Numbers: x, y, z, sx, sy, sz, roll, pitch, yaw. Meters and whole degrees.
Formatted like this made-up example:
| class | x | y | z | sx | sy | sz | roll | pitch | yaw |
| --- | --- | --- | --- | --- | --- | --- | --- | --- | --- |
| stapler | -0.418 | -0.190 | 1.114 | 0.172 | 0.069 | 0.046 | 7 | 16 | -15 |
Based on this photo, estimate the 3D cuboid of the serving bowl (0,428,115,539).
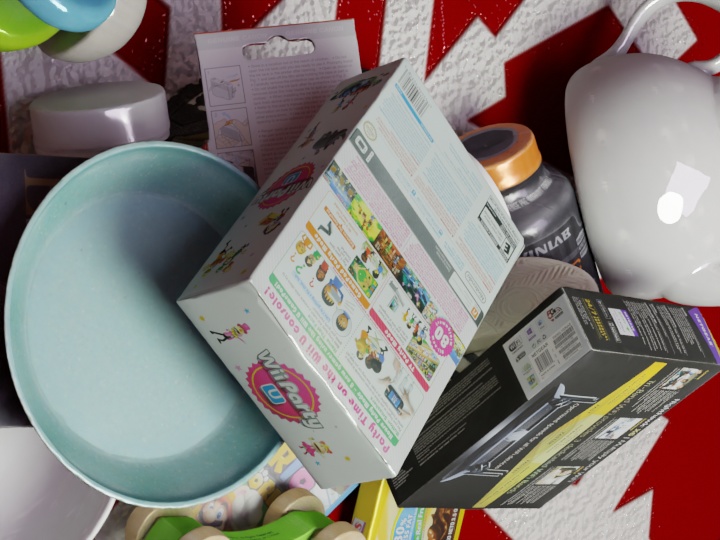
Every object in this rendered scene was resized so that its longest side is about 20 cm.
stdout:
| class | x | y | z | sx | sy | sz | roll | pitch | yaw |
| --- | --- | --- | --- | --- | --- | --- | --- | --- | --- |
| serving bowl | -0.234 | 0.090 | 1.083 | 0.198 | 0.066 | 0.202 | -1 | 98 | -8 |

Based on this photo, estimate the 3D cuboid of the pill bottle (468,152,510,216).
| class | x | y | z | sx | sy | sz | roll | pitch | yaw |
| --- | --- | --- | --- | --- | --- | --- | --- | --- | --- |
| pill bottle | 0.000 | 0.000 | 1.248 | 0.199 | 0.112 | 0.113 | -33 | 120 | -19 |

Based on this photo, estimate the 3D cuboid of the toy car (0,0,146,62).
| class | x | y | z | sx | sy | sz | roll | pitch | yaw |
| --- | --- | --- | --- | --- | --- | --- | --- | --- | --- |
| toy car | -0.162 | -0.216 | 1.052 | 0.175 | 0.149 | 0.201 | 31 | 80 | -41 |

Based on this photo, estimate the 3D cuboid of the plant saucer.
| class | x | y | z | sx | sy | sz | roll | pitch | yaw |
| --- | --- | --- | --- | --- | --- | --- | --- | --- | --- |
| plant saucer | -0.114 | 0.030 | 1.037 | 0.199 | 0.036 | 0.202 | 4 | 84 | -36 |

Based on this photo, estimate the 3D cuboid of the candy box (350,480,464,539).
| class | x | y | z | sx | sy | sz | roll | pitch | yaw |
| --- | --- | --- | --- | --- | --- | --- | --- | --- | --- |
| candy box | 0.022 | 0.243 | 1.392 | 0.102 | 0.026 | 0.202 | 7 | 99 | -43 |

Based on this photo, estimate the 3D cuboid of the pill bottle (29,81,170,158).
| class | x | y | z | sx | sy | sz | roll | pitch | yaw |
| --- | --- | --- | --- | --- | --- | --- | --- | --- | --- |
| pill bottle | -0.148 | -0.008 | 1.138 | 0.110 | 0.111 | 0.202 | -18 | 112 | -37 |

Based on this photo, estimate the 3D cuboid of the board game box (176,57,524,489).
| class | x | y | z | sx | sy | sz | roll | pitch | yaw |
| --- | --- | --- | --- | --- | --- | --- | --- | --- | --- |
| board game box | 0.002 | 0.000 | 1.070 | 0.148 | 0.064 | 0.200 | 54 | 45 | -23 |

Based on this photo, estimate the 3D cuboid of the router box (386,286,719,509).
| class | x | y | z | sx | sy | sz | roll | pitch | yaw |
| --- | --- | --- | --- | --- | --- | --- | --- | --- | --- |
| router box | 0.130 | 0.094 | 1.292 | 0.156 | 0.053 | 0.200 | 9 | 139 | -46 |

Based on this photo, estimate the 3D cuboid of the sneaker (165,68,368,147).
| class | x | y | z | sx | sy | sz | roll | pitch | yaw |
| --- | --- | --- | --- | --- | --- | --- | --- | --- | --- |
| sneaker | -0.047 | -0.080 | 1.243 | 0.199 | 0.077 | 0.089 | -7 | 116 | -36 |

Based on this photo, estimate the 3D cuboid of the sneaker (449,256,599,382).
| class | x | y | z | sx | sy | sz | roll | pitch | yaw |
| --- | --- | --- | --- | --- | --- | --- | --- | --- | --- |
| sneaker | 0.075 | 0.057 | 1.315 | 0.198 | 0.075 | 0.085 | -17 | 134 | 3 |

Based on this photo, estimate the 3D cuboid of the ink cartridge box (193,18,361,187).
| class | x | y | z | sx | sy | sz | roll | pitch | yaw |
| --- | --- | --- | --- | --- | --- | --- | --- | --- | --- |
| ink cartridge box | -0.043 | -0.048 | 1.156 | 0.108 | 0.050 | 0.202 | -7 | 82 | -14 |

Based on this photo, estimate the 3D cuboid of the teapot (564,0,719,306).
| class | x | y | z | sx | sy | sz | roll | pitch | yaw |
| --- | --- | --- | --- | --- | --- | --- | --- | --- | --- |
| teapot | 0.241 | -0.081 | 1.397 | 0.198 | 0.145 | 0.201 | -77 | 151 | -57 |

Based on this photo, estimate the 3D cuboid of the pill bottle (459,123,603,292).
| class | x | y | z | sx | sy | sz | roll | pitch | yaw |
| --- | --- | --- | --- | --- | --- | --- | --- | --- | --- |
| pill bottle | 0.118 | -0.006 | 1.376 | 0.106 | 0.106 | 0.201 | -36 | 121 | -29 |

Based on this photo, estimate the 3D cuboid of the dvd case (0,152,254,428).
| class | x | y | z | sx | sy | sz | roll | pitch | yaw |
| --- | --- | --- | --- | --- | --- | --- | --- | --- | --- |
| dvd case | -0.143 | 0.012 | 1.050 | 0.199 | 0.016 | 0.150 | 1 | 84 | -37 |

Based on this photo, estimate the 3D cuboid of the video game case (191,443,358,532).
| class | x | y | z | sx | sy | sz | roll | pitch | yaw |
| --- | --- | --- | --- | --- | --- | --- | --- | --- | --- |
| video game case | -0.062 | 0.127 | 1.307 | 0.200 | 0.018 | 0.144 | -43 | 124 | -26 |

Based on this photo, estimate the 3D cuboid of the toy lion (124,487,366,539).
| class | x | y | z | sx | sy | sz | roll | pitch | yaw |
| --- | --- | --- | --- | --- | --- | --- | --- | --- | --- |
| toy lion | -0.088 | 0.247 | 1.265 | 0.199 | 0.068 | 0.193 | 7 | 108 | -47 |
